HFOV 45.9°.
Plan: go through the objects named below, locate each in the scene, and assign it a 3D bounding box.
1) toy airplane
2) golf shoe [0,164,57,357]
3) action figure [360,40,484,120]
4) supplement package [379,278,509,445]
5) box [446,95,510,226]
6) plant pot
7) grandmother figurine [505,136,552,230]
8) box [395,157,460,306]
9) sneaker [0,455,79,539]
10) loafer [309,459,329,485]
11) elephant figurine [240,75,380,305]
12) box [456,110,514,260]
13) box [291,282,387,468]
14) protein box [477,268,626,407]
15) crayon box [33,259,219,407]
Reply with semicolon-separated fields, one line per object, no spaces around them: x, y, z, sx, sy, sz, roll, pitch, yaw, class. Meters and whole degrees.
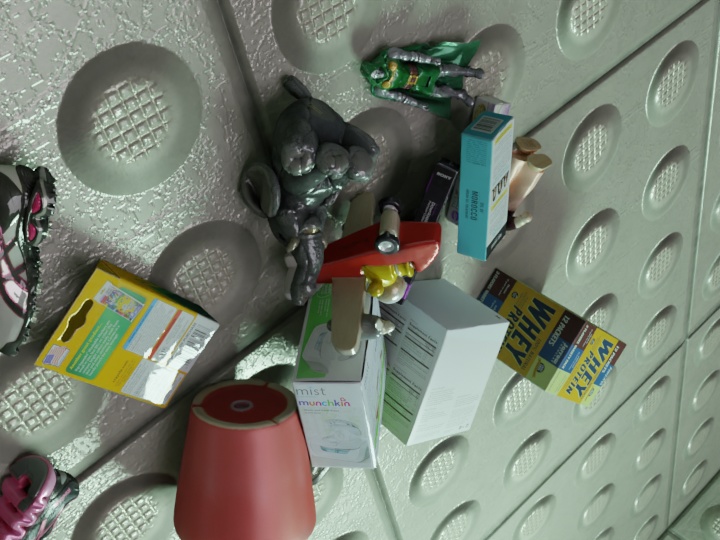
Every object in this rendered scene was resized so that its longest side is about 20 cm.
0.000;0.000;1.098;0.200;0.199;0.141;-50;128;-6;toy airplane
-0.356;-0.011;0.841;0.087;0.077;0.202;6;110;-25;golf shoe
0.077;-0.254;1.121;0.199;0.055;0.119;-4;122;-39;action figure
0.104;0.138;1.333;0.151;0.150;0.202;-3;118;-43;supplement package
0.178;-0.163;1.292;0.038;0.041;0.202;-11;124;-40;box
-0.154;0.255;1.134;0.199;0.200;0.179;-14;114;-39;plant pot
0.221;-0.112;1.318;0.060;0.122;0.201;3;136;-21;grandmother figurine
0.089;-0.060;1.213;0.143;0.036;0.201;-55;166;-76;box
-0.407;0.315;1.005;0.200;0.079;0.095;-52;152;-3;sneaker
-0.052;0.244;1.307;0.071;0.073;0.201;24;97;-51;loafer
-0.076;-0.091;1.017;0.141;0.156;0.201;25;129;-10;elephant figurine
0.180;-0.121;1.235;0.082;0.049;0.201;-46;144;-44;box
-0.020;0.136;1.164;0.201;0.096;0.177;-81;166;-48;box
0.324;0.121;1.507;0.198;0.200;0.136;24;98;-50;protein box
-0.273;0.072;0.983;0.126;0.051;0.200;-56;141;0;crayon box
